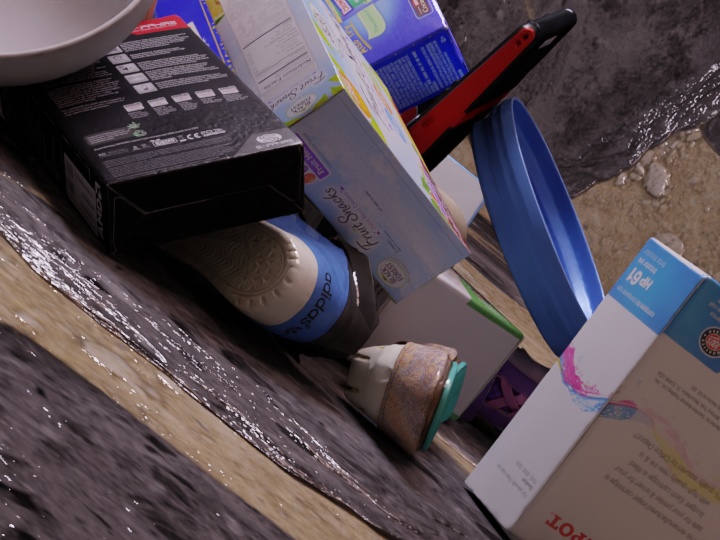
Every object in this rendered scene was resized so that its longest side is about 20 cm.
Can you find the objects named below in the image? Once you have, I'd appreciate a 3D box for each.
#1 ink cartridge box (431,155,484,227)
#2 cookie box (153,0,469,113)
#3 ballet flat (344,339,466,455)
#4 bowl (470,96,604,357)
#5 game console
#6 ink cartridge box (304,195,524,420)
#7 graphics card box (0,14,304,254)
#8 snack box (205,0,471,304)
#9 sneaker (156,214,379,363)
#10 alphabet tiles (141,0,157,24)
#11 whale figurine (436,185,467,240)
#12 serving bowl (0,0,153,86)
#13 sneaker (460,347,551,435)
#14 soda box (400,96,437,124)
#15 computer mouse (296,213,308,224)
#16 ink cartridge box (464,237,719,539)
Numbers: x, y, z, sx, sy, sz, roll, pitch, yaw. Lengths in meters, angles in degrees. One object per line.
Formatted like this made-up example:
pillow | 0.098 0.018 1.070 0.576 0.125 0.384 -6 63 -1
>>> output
ink cartridge box | 0.019 -0.058 2.072 0.115 0.068 0.200 38 -21 -9
cookie box | -0.041 -0.177 1.776 0.075 0.199 0.172 57 9 -54
ballet flat | 0.025 0.074 1.469 0.067 0.069 0.200 20 -1 5
bowl | 0.133 -0.028 1.747 0.201 0.039 0.202 -21 90 -78
game console | 0.077 -0.125 1.725 0.031 0.177 0.200 45 17 2
ink cartridge box | 0.000 0.000 1.675 0.146 0.084 0.200 32 9 -48
graphics card box | -0.127 -0.085 1.408 0.125 0.051 0.200 -13 32 -23
snack box | -0.019 -0.101 1.536 0.169 0.067 0.200 51 9 -39
sneaker | -0.061 -0.012 1.460 0.111 0.077 0.200 36 3 -43
alphabet tiles | -0.210 -0.203 1.546 0.200 0.196 0.015 42 41 24
whale figurine | 0.001 -0.026 1.931 0.159 0.104 0.200 37 -18 -16
serving bowl | -0.213 -0.183 1.433 0.200 0.200 0.066 42 -28 24
sneaker | 0.109 0.092 1.734 0.200 0.081 0.088 37 11 30
soda box | -0.013 -0.109 1.826 0.071 0.200 0.063 44 2 36
computer mouse | -0.081 -0.072 1.607 0.200 0.109 0.044 -113 -168 -51
ink cartridge box | 0.184 0.105 1.481 0.144 0.200 0.085 36 3 -29
